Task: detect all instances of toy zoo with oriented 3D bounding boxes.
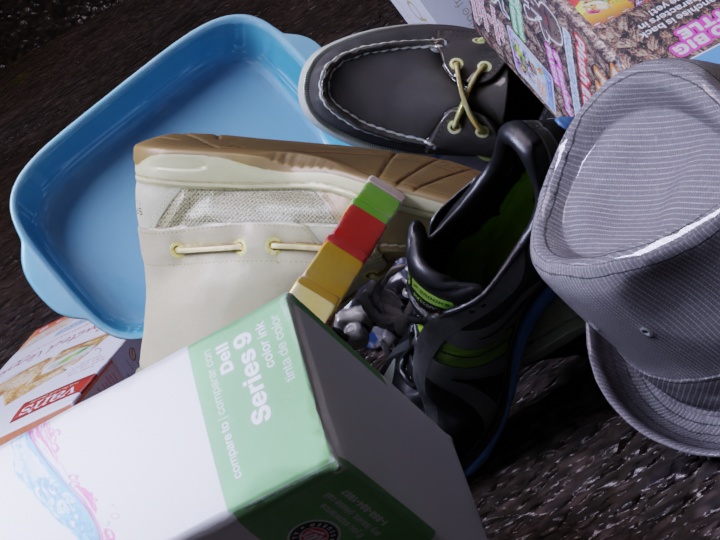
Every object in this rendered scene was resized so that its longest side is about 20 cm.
[{"bbox_3d":[-0.037,0.042,1.220,0.131,0.020,0.200,-59,0,19],"label":"toy zoo"}]

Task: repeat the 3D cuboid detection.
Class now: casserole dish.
[{"bbox_3d":[-0.091,-0.046,1.509,0.200,0.121,0.039,-39,-8,-10],"label":"casserole dish"}]

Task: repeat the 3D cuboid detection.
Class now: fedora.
[{"bbox_3d":[0.137,-0.022,1.115,0.200,0.090,0.177,16,80,59],"label":"fedora"}]

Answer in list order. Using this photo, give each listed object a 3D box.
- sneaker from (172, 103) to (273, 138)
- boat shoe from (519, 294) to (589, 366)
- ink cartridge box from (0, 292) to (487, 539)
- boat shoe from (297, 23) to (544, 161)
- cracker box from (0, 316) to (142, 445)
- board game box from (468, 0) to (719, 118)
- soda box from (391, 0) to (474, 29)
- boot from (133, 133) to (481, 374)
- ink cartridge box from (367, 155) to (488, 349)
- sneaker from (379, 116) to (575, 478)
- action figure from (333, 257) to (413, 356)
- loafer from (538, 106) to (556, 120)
[{"bbox_3d":[-0.092,-0.007,1.555,0.083,0.201,0.081,4,-17,-15],"label":"sneaker"},{"bbox_3d":[0.136,-0.002,1.256,0.199,0.075,0.066,-28,-22,36],"label":"boat shoe"},{"bbox_3d":[-0.068,0.112,1.096,0.200,0.145,0.088,-30,53,14],"label":"ink cartridge box"},{"bbox_3d":[0.070,-0.092,1.486,0.201,0.072,0.061,3,1,-16],"label":"boat shoe"},{"bbox_3d":[-0.165,0.075,1.656,0.134,0.058,0.200,-25,16,27],"label":"cracker box"},{"bbox_3d":[0.161,-0.130,1.345,0.159,0.097,0.200,-26,47,-12],"label":"board game box"},{"bbox_3d":[0.072,-0.132,1.561,0.064,0.200,0.068,-40,15,-7],"label":"soda box"},{"bbox_3d":[-0.017,0.021,1.353,0.200,0.156,0.073,7,12,17],"label":"boot"},{"bbox_3d":[0.013,-0.031,1.610,0.136,0.076,0.200,-34,12,-11],"label":"ink cartridge box"},{"bbox_3d":[0.040,0.016,1.238,0.071,0.083,0.200,45,113,41],"label":"sneaker"},{"bbox_3d":[0.000,0.000,1.446,0.200,0.102,0.119,-37,57,-4],"label":"action figure"},{"bbox_3d":[0.112,-0.039,1.397,0.200,0.071,0.073,-65,3,-30],"label":"loafer"}]
